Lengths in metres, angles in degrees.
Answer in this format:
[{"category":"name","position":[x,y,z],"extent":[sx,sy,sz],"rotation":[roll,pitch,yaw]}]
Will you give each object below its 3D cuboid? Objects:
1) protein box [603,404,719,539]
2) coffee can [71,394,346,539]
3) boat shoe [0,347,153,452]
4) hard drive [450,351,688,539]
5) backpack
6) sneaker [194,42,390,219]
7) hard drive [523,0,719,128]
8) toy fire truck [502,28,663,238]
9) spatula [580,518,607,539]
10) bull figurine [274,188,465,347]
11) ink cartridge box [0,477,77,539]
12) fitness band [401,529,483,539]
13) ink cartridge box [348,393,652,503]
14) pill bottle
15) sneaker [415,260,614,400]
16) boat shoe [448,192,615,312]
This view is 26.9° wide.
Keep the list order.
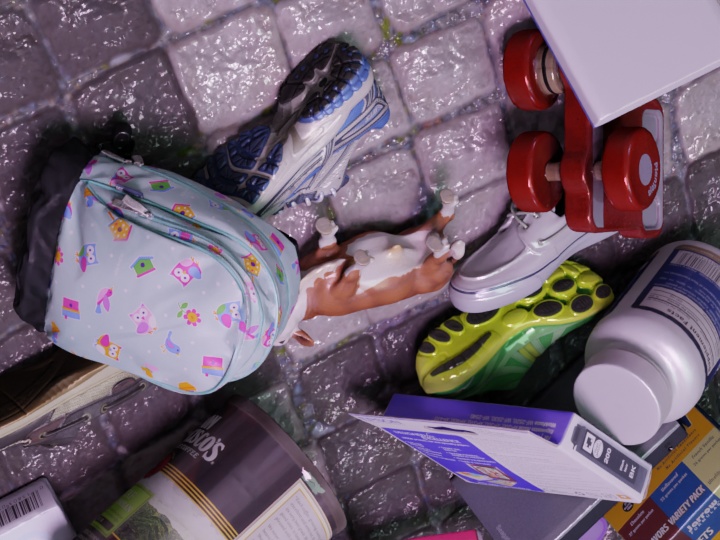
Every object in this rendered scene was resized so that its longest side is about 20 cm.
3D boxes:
[{"category":"protein box","position":[0.318,0.213,1.465],"extent":[0.135,0.199,0.200],"rotation":[-48,129,6]},{"category":"coffee can","position":[-0.131,0.223,1.235],"extent":[0.200,0.146,0.147],"rotation":[-41,131,-18]},{"category":"boat shoe","position":[-0.243,0.108,1.182],"extent":[0.200,0.072,0.066],"rotation":[-31,124,-14]},{"category":"hard drive","position":[0.192,0.178,1.414],"extent":[0.200,0.140,0.033],"rotation":[-44,131,3]},{"category":"backpack","position":[-0.146,0.007,1.090],"extent":[0.198,0.127,0.168],"rotation":[20,119,9]},{"category":"sneaker","position":[-0.051,-0.077,1.170],"extent":[0.200,0.077,0.085],"rotation":[-44,133,3]},{"category":"hard drive","position":[0.187,-0.225,1.146],"extent":[0.131,0.202,0.025],"rotation":[-26,171,-11]},{"category":"toy fire truck","position":[0.206,-0.127,1.247],"extent":[0.167,0.111,0.203],"rotation":[-4,93,-55]},{"category":"spatula","position":[0.195,0.253,1.528],"extent":[0.057,0.021,0.200],"rotation":[-49,142,6]},{"category":"bull figurine","position":[0.000,0.000,1.238],"extent":[0.198,0.066,0.122],"rotation":[-19,160,-26]},{"category":"ink cartridge box","position":[-0.298,0.291,1.280],"extent":[0.159,0.047,0.202],"rotation":[-27,126,-12]},{"category":"fitness band","position":[0.063,0.306,1.454],"extent":[0.197,0.038,0.144],"rotation":[-7,142,-7]},{"category":"ink cartridge box","position":[0.123,0.148,1.317],"extent":[0.199,0.197,0.044],"rotation":[33,66,-45]},{"category":"pill bottle","position":[0.268,0.066,1.348],"extent":[0.200,0.110,0.112],"rotation":[-43,140,-45]},{"category":"sneaker","position":[0.137,0.056,1.364],"extent":[0.198,0.074,0.084],"rotation":[-27,149,-11]},{"category":"boat shoe","position":[0.153,-0.039,1.311],"extent":[0.199,0.073,0.067],"rotation":[-33,125,-23]}]
